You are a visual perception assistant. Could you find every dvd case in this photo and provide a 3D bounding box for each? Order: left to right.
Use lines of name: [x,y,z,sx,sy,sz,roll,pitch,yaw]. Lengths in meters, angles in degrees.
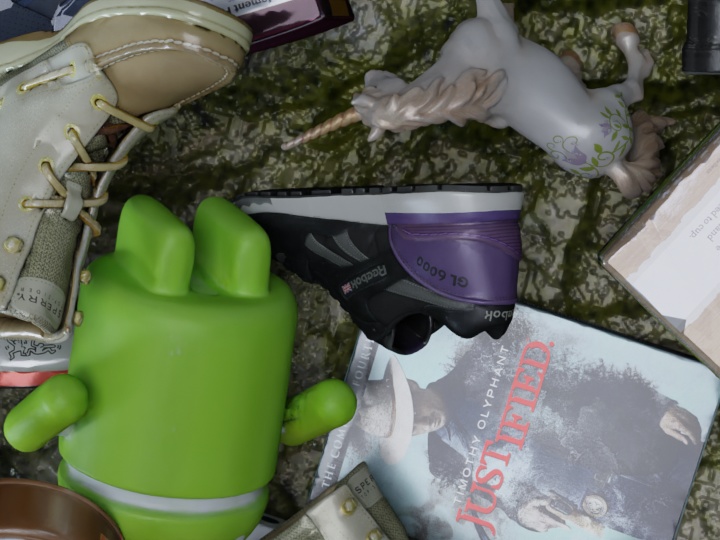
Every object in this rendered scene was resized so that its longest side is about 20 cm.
dvd case: [0.085,0.091,1.356,0.199,0.022,0.147,19,98,7]

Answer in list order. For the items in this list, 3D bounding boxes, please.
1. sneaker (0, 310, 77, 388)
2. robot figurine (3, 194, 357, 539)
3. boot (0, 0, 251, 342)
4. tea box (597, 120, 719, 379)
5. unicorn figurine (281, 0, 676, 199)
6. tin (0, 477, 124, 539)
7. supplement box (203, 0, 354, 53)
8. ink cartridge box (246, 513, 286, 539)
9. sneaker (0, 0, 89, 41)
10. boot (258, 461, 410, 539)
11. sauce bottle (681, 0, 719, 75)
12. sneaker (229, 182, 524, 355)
sneaker: [-0.219,0.006,1.369,0.200,0.067,0.109,1,98,11]
robot figurine: [-0.096,0.065,1.298,0.175,0.116,0.201,1,107,-28]
boot: [-0.137,-0.046,1.214,0.199,0.072,0.156,-13,59,44]
tea box: [0.230,-0.033,1.226,0.134,0.197,0.200,43,93,2]
unicorn figurine: [0.076,-0.098,1.273,0.199,0.138,0.074,20,137,-6]
tin: [-0.217,0.164,1.264,0.199,0.042,0.112,-11,135,8]
supplement box: [-0.077,-0.215,1.306,0.085,0.110,0.201,-16,93,9]
ink cartridge box: [-0.034,0.194,1.374,0.199,0.039,0.100,18,97,5]
sneaker: [-0.224,-0.149,1.343,0.201,0.077,0.147,-20,103,0]
boot: [0.042,0.167,1.310,0.199,0.072,0.155,-30,88,9]
sauce bottle: [0.192,-0.202,1.293,0.064,0.065,0.201,2,97,8]
sneaker: [0.000,0.000,1.291,0.199,0.075,0.088,1,94,48]
